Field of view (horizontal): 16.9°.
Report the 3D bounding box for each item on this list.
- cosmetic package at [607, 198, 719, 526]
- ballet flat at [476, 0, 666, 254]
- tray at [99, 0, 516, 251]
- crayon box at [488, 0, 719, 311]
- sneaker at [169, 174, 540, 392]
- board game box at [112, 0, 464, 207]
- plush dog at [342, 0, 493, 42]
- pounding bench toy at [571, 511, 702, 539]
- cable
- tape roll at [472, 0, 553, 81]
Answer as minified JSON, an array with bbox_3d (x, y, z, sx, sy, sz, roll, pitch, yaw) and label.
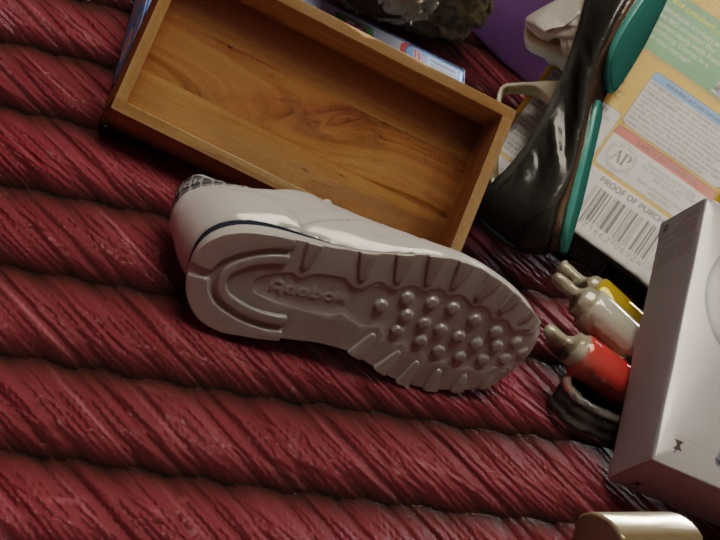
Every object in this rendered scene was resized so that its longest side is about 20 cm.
[{"bbox_3d":[0.237,0.071,1.269,0.199,0.052,0.152,23,67,-18],"label":"cosmetic package"},{"bbox_3d":[0.114,-0.106,1.337,0.068,0.068,0.201,20,71,12],"label":"ballet flat"},{"bbox_3d":[-0.026,-0.081,1.274,0.199,0.037,0.099,26,74,-13],"label":"tray"},{"bbox_3d":[0.167,-0.091,1.399,0.125,0.052,0.200,35,72,4],"label":"crayon box"},{"bbox_3d":[0.000,0.000,1.204,0.199,0.077,0.081,19,23,-25],"label":"sneaker"},{"bbox_3d":[-0.035,-0.110,1.362,0.199,0.037,0.152,26,30,-13],"label":"board game box"},{"bbox_3d":[0.085,-0.218,1.440,0.171,0.162,0.200,6,2,13],"label":"plush dog"},{"bbox_3d":[0.108,0.208,0.907,0.124,0.156,0.201,11,36,-32],"label":"pounding bench toy"},{"bbox_3d":[0.175,0.073,1.281,0.199,0.050,0.097,30,35,-6],"label":"cable"},{"bbox_3d":[0.157,-0.178,1.622,0.199,0.066,0.201,24,30,-15],"label":"tape roll"}]
